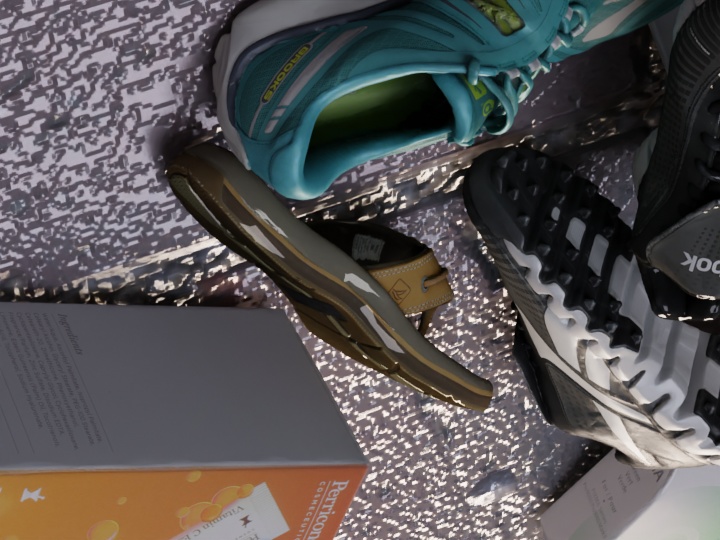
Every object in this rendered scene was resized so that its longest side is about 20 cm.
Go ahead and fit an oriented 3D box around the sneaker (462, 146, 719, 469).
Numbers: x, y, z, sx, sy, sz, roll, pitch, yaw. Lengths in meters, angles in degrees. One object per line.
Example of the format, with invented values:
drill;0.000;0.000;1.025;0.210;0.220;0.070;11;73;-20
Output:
sneaker;0.096;0.028;0.929;0.090;0.067;0.200;-20;126;40

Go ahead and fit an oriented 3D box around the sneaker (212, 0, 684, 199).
sneaker;0.044;-0.081;0.795;0.199;0.080;0.078;-24;136;-4

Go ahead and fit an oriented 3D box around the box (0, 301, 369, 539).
box;-0.118;0.089;0.832;0.199;0.098;0.125;2;128;-32

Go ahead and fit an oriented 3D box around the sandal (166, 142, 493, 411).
sandal;0.000;0.000;0.859;0.054;0.080;0.200;-55;131;-10

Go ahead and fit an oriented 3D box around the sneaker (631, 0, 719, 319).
sneaker;0.143;-0.039;0.805;0.066;0.091;0.200;7;155;0

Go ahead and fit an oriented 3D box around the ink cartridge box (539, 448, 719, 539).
ink cartridge box;0.209;0.094;1.037;0.161;0.050;0.200;15;132;-37

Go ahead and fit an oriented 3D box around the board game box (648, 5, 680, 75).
board game box;0.202;-0.151;0.877;0.200;0.026;0.200;-33;135;-3
